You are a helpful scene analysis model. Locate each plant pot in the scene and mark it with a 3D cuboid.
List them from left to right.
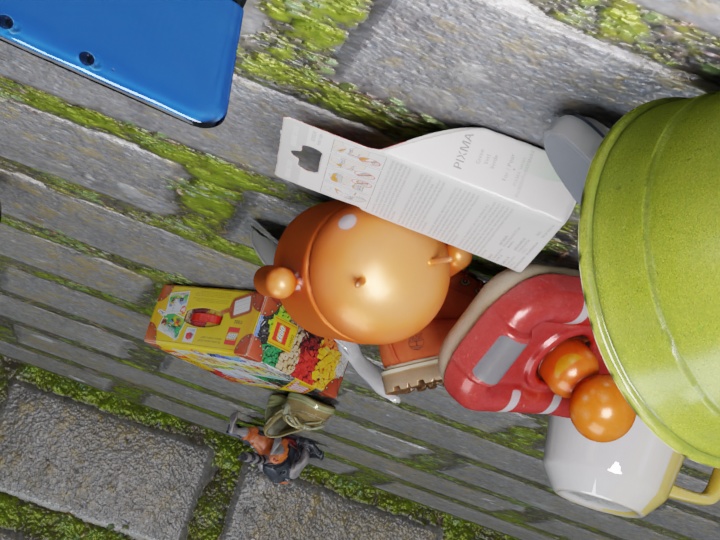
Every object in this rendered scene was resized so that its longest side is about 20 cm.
[{"bbox_3d":[0.246,-0.013,0.802,0.200,0.201,0.193,27,153,-32],"label":"plant pot"}]

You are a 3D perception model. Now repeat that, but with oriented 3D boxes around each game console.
[{"bbox_3d":[-0.174,-0.153,0.920,0.199,0.119,0.171,24,166,-19],"label":"game console"}]

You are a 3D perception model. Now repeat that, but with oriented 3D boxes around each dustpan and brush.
[{"bbox_3d":[-0.024,0.049,1.518,0.200,0.057,0.140,35,178,27],"label":"dustpan and brush"}]

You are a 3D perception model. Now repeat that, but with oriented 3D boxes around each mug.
[{"bbox_3d":[0.249,0.140,1.452,0.186,0.154,0.149,16,166,8],"label":"mug"}]

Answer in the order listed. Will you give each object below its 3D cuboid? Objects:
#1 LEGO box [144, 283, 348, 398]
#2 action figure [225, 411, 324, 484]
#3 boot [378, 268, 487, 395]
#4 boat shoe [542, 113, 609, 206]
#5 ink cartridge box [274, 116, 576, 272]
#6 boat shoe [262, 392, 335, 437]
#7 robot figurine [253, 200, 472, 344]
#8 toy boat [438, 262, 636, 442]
[{"bbox_3d":[-0.130,0.081,1.905,0.149,0.077,0.200,29,164,-39],"label":"LEGO box"},{"bbox_3d":[-0.180,0.328,2.944,0.199,0.105,0.194,9,155,28],"label":"action figure"},{"bbox_3d":[0.106,0.034,1.397,0.199,0.108,0.075,-13,168,10],"label":"boot"},{"bbox_3d":[0.197,-0.034,1.008,0.200,0.065,0.074,44,168,-14],"label":"boat shoe"},{"bbox_3d":[0.043,-0.068,1.138,0.199,0.050,0.161,23,167,0],"label":"ink cartridge box"},{"bbox_3d":[-0.097,0.223,2.472,0.073,0.063,0.200,24,166,-23],"label":"boat shoe"},{"bbox_3d":[0.002,-0.001,1.287,0.144,0.117,0.200,31,171,-17],"label":"robot figurine"},{"bbox_3d":[0.166,0.079,1.263,0.199,0.131,0.131,7,-143,-44],"label":"toy boat"}]
